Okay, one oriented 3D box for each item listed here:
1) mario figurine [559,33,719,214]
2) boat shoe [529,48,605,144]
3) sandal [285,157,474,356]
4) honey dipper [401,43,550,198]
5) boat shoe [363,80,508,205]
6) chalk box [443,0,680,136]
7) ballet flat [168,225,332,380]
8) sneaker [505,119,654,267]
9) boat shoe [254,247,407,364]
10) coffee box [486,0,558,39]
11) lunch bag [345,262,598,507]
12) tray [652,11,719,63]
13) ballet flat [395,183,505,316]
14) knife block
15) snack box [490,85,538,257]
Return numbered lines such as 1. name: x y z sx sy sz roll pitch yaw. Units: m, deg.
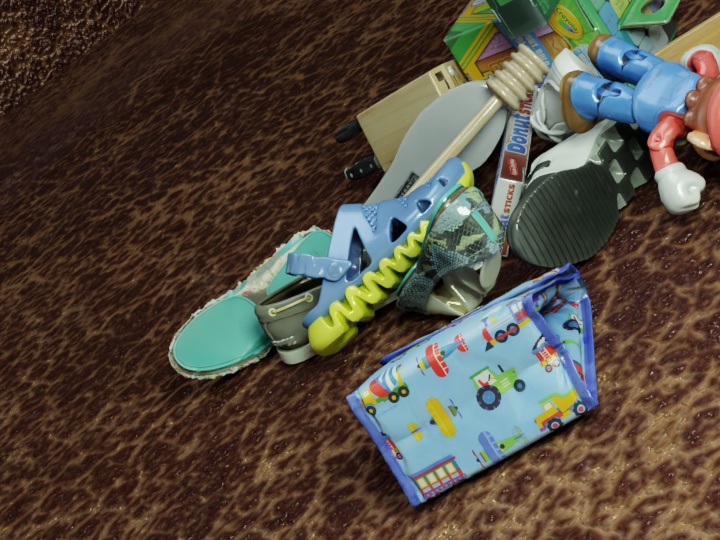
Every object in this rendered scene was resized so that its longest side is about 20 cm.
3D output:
1. mario figurine: 0.249 -0.109 1.472 0.199 0.105 0.125 26 105 44
2. boat shoe: 0.176 -0.139 1.643 0.069 0.072 0.200 -45 0 5
3. sandal: 0.011 -0.025 1.611 0.200 0.087 0.079 -44 -12 2
4. honey dipper: 0.084 -0.106 1.649 0.200 0.038 0.038 -49 20 2
5. boat shoe: 0.067 -0.094 1.733 0.201 0.072 0.066 -56 -3 26
6. chalk box: 0.202 -0.224 1.776 0.199 0.124 0.125 -18 26 40
7. ballet flat: -0.090 0.039 1.761 0.199 0.076 0.064 -37 -12 -18
8. sneaker: 0.161 -0.057 1.545 0.088 0.075 0.200 -14 19 45
9. boat shoe: 0.001 0.001 1.683 0.201 0.061 0.072 -35 20 0
10. coffee box: 0.145 -0.306 1.700 0.044 0.123 0.201 -20 25 35
11. lunch bag: 0.091 0.064 1.388 0.150 0.095 0.200 -30 8 16
12. tray: 0.303 -0.160 1.598 0.098 0.037 0.200 -32 19 11
13. ballet flat: 0.073 0.002 1.535 0.074 0.074 0.200 -41 -11 -18
14. knife block: 0.038 -0.136 1.859 0.174 0.064 0.200 -29 2 16
15. snack box: 0.131 -0.090 1.669 0.024 0.073 0.201 12 30 2
